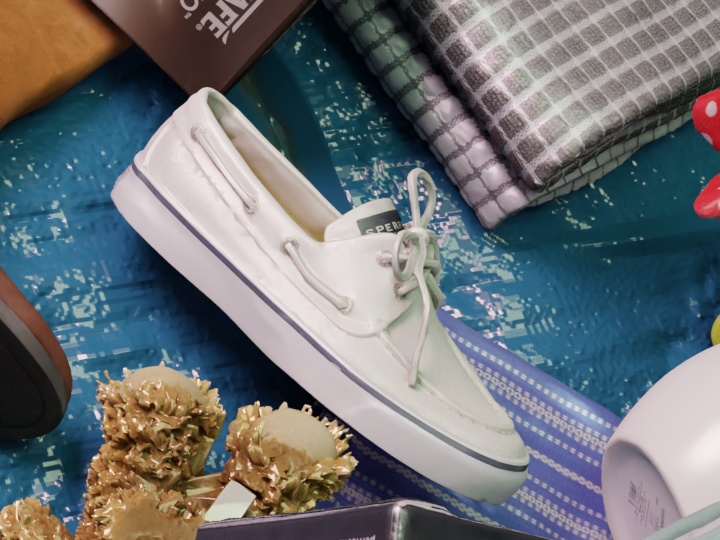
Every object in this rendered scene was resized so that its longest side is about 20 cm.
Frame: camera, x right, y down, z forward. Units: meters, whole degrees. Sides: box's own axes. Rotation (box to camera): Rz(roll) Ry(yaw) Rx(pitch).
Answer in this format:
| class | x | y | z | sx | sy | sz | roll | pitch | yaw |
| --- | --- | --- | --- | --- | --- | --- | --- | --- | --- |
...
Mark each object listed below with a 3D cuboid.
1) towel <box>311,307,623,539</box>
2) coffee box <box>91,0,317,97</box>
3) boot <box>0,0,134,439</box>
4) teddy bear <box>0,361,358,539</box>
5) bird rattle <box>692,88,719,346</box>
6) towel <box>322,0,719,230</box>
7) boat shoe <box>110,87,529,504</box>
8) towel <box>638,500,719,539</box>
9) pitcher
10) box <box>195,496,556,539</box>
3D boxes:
| class | x | y | z | sx | sy | sz | roll | pitch | yaw |
| --- | --- | --- | --- | --- | --- | --- | --- | --- | --- |
| towel | 0.035 | 0.104 | 1.161 | 0.144 | 0.024 | 0.201 | 31 | 50 | -11 |
| coffee box | -0.089 | -0.179 | 1.191 | 0.200 | 0.113 | 0.080 | 44 | 22 | -3 |
| boot | -0.147 | -0.047 | 1.144 | 0.188 | 0.069 | 0.200 | 39 | 39 | 2 |
| teddy bear | -0.070 | 0.122 | 1.057 | 0.144 | 0.067 | 0.201 | 7 | 56 | -15 |
| bird rattle | 0.221 | -0.029 | 1.243 | 0.162 | 0.201 | 0.113 | -2 | 50 | 5 |
| towel | 0.088 | -0.130 | 1.302 | 0.200 | 0.086 | 0.166 | -31 | 80 | -40 |
| boat shoe | 0.001 | -0.001 | 1.133 | 0.202 | 0.086 | 0.075 | 42 | 14 | 16 |
| towel | 0.130 | 0.163 | 0.936 | 0.199 | 0.048 | 0.172 | -23 | 91 | -30 |
| pitcher | 0.204 | 0.094 | 1.203 | 0.199 | 0.172 | 0.121 | -18 | 40 | -19 |
| box | 0.041 | 0.194 | 0.983 | 0.196 | 0.117 | 0.201 | 17 | 71 | -37 |
